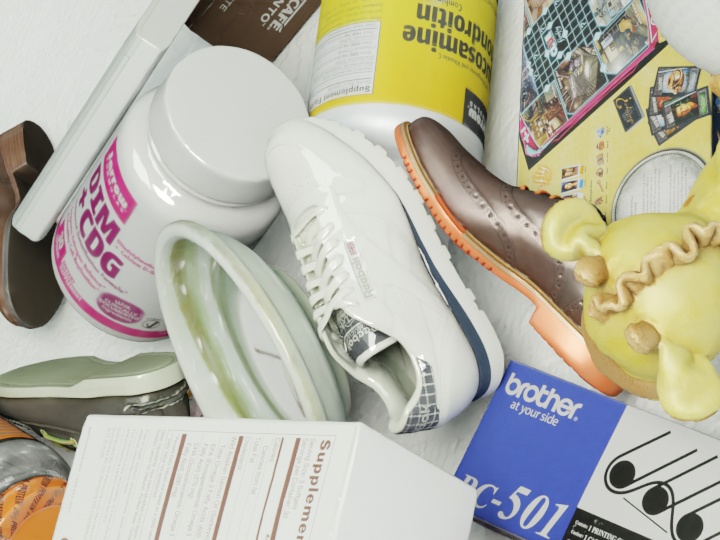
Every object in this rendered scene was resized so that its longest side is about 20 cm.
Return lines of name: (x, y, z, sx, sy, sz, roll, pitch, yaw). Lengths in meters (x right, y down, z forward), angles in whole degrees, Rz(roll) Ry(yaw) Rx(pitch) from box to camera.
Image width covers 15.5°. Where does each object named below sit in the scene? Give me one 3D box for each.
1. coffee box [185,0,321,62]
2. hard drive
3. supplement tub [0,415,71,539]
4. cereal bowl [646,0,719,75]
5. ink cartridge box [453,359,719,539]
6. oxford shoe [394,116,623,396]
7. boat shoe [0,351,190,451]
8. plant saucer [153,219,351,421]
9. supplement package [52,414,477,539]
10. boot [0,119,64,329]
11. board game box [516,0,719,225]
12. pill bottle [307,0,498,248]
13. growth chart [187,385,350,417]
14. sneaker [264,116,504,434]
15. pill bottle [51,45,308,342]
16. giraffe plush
coffee box: (-0.104, -0.239, 1.814, 0.114, 0.080, 0.200, -49, 48, 9)
hard drive: (-0.153, -0.120, 1.697, 0.200, 0.026, 0.132, -50, 9, 43)
supplement tub: (-0.264, 0.148, 1.721, 0.200, 0.122, 0.123, 26, 86, 43)
cereal bowl: (0.254, -0.149, 1.449, 0.199, 0.084, 0.200, -7, 25, 3)
ink cartridge box: (0.145, 0.125, 1.464, 0.199, 0.044, 0.094, 20, 80, 42)
oxford shoe: (0.101, -0.023, 1.509, 0.073, 0.071, 0.200, -45, 81, 14)
boat shoe: (-0.180, 0.091, 1.718, 0.201, 0.072, 0.061, -3, 106, 51)
plant saucer: (-0.054, 0.055, 1.564, 0.050, 0.201, 0.200, -26, 44, -21)
supplement package: (-0.057, 0.152, 1.431, 0.199, 0.117, 0.118, -1, 67, 38)
boot: (-0.301, 0.004, 1.859, 0.199, 0.064, 0.187, -27, 42, 22)
board game box: (0.158, -0.095, 1.568, 0.135, 0.035, 0.201, -12, 62, 34)
pill bottle: (0.024, -0.109, 1.628, 0.112, 0.112, 0.201, -9, 64, 35)
growth chart: (-0.079, 0.140, 1.653, 0.144, 0.018, 0.201, 6, 72, 41)
sneaker: (0.000, 0.000, 1.512, 0.200, 0.080, 0.076, 54, 141, 12)
pill bottle: (-0.112, -0.048, 1.648, 0.200, 0.113, 0.114, 130, 142, -52)
giraffe plush: (0.182, 0.009, 1.359, 0.162, 0.201, 0.172, -30, 44, -27)
